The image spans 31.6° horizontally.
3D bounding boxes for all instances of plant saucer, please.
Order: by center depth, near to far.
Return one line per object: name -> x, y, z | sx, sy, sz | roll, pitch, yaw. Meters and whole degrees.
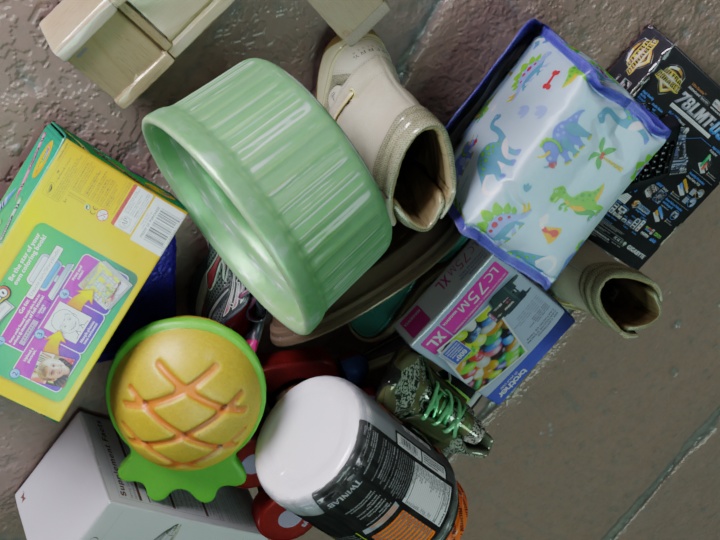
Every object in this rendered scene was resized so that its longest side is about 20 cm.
plant saucer -> 0.000, 0.000, 1.120 | 0.199, 0.200, 0.030 | -33, 102, -3

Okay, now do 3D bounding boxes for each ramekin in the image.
ramekin -> -0.065, -0.060, 0.955 | 0.097, 0.200, 0.201 | -38, 138, -13

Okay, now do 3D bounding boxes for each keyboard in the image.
keyboard -> 0.219, -0.092, 1.200 | 0.198, 0.040, 0.105 | -19, 134, -16

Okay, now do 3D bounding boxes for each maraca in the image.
maraca -> -0.150, 0.123, 1.091 | 0.135, 0.107, 0.202 | 5, 124, -4

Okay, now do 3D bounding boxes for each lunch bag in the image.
lunch bag -> 0.140, -0.114, 1.084 | 0.127, 0.200, 0.171 | 33, 106, -24

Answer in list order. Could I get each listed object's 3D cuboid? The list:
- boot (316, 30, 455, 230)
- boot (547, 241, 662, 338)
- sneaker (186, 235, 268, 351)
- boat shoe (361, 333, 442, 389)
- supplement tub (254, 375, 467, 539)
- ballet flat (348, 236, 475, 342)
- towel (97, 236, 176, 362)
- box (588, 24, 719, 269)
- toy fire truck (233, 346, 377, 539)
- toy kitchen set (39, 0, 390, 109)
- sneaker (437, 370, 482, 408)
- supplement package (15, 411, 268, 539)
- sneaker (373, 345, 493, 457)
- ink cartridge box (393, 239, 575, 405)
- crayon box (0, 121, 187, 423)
boot -> 0.015, -0.076, 1.053 | 0.071, 0.155, 0.202 | -13, 134, -23
boot -> 0.247, 0.020, 1.290 | 0.199, 0.154, 0.073 | 28, 94, -43
sneaker -> -0.098, -0.010, 1.109 | 0.080, 0.075, 0.202 | -9, 130, -26
boat shoe -> 0.076, 0.061, 1.288 | 0.198, 0.065, 0.072 | -22, 155, -18
supplement tub -> 0.007, 0.189, 1.151 | 0.122, 0.123, 0.200 | -42, 132, 7
ballet flat -> 0.063, -0.011, 1.227 | 0.200, 0.070, 0.069 | -47, 136, 14
towel -> -0.247, 0.028, 1.066 | 0.198, 0.050, 0.149 | -13, 133, -23
box -> 0.284, -0.115, 1.279 | 0.199, 0.050, 0.199 | 26, 110, -42
toy fire truck -> -0.055, 0.149, 1.226 | 0.167, 0.112, 0.201 | -28, 128, -3
toy kitchen set -> -0.129, -0.197, 0.852 | 0.200, 0.181, 0.163 | -42, 136, 8
sneaker -> 0.044, 0.127, 1.319 | 0.198, 0.072, 0.083 | -25, 135, -12
supplement package -> -0.208, 0.235, 1.220 | 0.199, 0.118, 0.117 | 24, 114, -42
sneaker -> 0.078, 0.132, 1.217 | 0.078, 0.088, 0.200 | -66, 150, -12
ink cartridge box -> 0.132, 0.057, 1.242 | 0.120, 0.042, 0.200 | -48, 138, 7
crayon box -> -0.239, 0.003, 0.992 | 0.118, 0.058, 0.201 | 32, 92, -32
